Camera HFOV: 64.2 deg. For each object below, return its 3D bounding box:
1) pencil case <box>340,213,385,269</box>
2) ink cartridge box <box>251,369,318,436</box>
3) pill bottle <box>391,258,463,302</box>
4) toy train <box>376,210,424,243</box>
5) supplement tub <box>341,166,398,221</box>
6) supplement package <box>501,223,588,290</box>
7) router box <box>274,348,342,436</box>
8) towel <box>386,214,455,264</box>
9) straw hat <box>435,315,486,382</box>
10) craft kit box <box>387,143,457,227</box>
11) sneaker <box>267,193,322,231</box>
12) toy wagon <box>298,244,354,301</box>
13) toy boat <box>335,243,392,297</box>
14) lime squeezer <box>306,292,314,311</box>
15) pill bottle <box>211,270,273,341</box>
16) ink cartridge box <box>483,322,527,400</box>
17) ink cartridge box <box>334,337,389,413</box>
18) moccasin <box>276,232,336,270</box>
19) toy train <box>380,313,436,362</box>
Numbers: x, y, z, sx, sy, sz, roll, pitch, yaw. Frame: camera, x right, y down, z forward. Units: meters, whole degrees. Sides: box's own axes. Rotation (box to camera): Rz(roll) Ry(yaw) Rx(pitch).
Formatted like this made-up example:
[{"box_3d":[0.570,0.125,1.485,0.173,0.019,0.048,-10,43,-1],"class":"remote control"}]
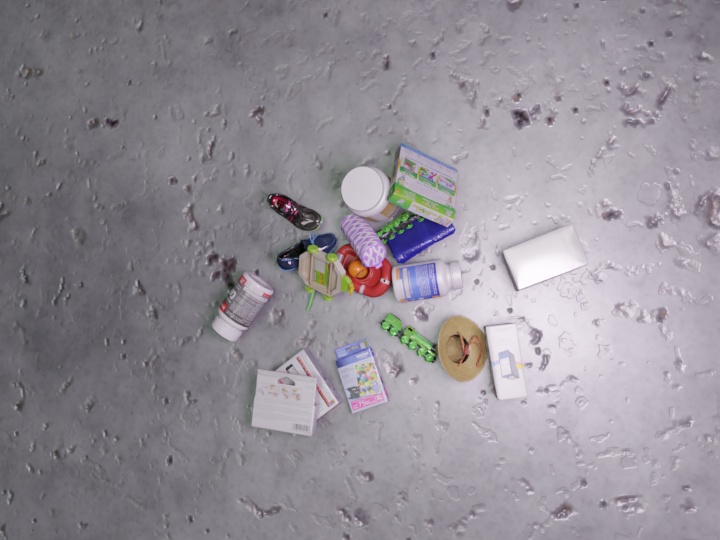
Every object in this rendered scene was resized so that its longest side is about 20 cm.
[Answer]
[{"box_3d":[0.009,-0.090,1.696,0.084,0.086,0.201,-33,44,2],"class":"pencil case"},{"box_3d":[-0.225,0.396,1.736,0.198,0.044,0.176,6,88,14],"class":"ink cartridge box"},{"box_3d":[0.198,0.027,1.686,0.198,0.112,0.114,-8,85,12],"class":"pill bottle"},{"box_3d":[0.127,-0.145,1.707,0.199,0.057,0.042,-31,119,10],"class":"toy train"},{"box_3d":[0.032,-0.225,1.688,0.143,0.200,0.147,-1,88,17],"class":"supplement tub"},{"box_3d":[0.512,-0.033,1.610,0.198,0.121,0.121,-22,83,9],"class":"supplement package"},{"box_3d":[-0.185,0.374,1.777,0.179,0.049,0.201,-36,80,8],"class":"router box"},{"box_3d":[0.176,-0.111,1.711,0.199,0.050,0.148,-29,43,9],"class":"towel"},{"box_3d":[0.269,0.229,1.663,0.085,0.199,0.204,-15,81,52],"class":"straw hat"},{"box_3d":[0.184,-0.246,1.651,0.198,0.049,0.199,22,52,-16],"class":"craft kit box"},{"box_3d":[-0.212,-0.182,1.802,0.198,0.084,0.077,25,92,13],"class":"sneaker"},{"box_3d":[-0.098,0.016,1.707,0.198,0.040,0.157,23,127,22],"class":"toy wagon"},{"box_3d":[0.000,0.000,1.720,0.198,0.131,0.132,23,91,13],"class":"toy boat"},{"box_3d":[-0.160,0.024,1.801,0.070,0.038,0.202,-12,85,11],"class":"lime squeezer"},{"box_3d":[-0.373,0.113,1.801,0.113,0.114,0.201,37,94,12],"class":"pill bottle"},{"box_3d":[0.403,0.251,1.609,0.086,0.145,0.203,-7,84,8],"class":"ink cartridge box"},{"box_3d":[0.000,0.319,1.747,0.118,0.042,0.202,-20,81,10],"class":"ink cartridge box"},{"box_3d":[-0.164,-0.060,1.771,0.199,0.068,0.081,-31,60,-7],"class":"moccasin"},{"box_3d":[0.149,0.201,1.714,0.199,0.042,0.057,35,76,8],"class":"toy train"}]
